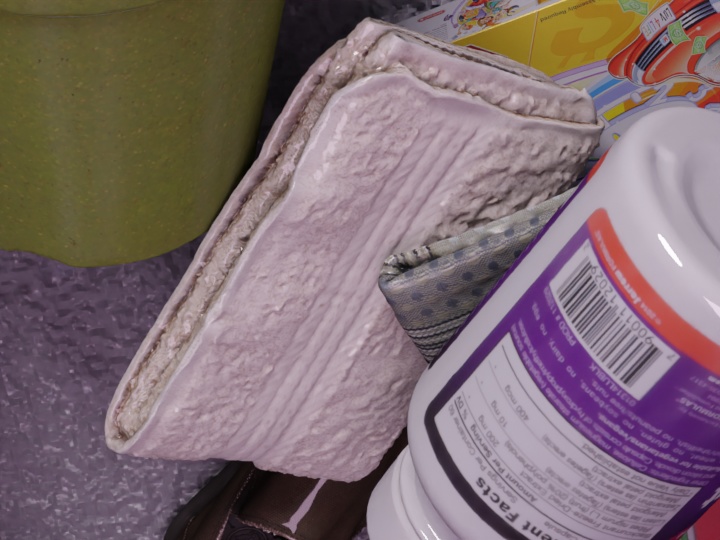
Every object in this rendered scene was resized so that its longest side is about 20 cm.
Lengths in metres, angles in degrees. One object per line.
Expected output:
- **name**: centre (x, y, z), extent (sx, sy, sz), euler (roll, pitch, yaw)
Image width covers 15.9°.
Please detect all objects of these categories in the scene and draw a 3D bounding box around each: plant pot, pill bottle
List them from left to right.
- **plant pot**: centre (-0.100, -0.109, 0.922), extent (0.199, 0.200, 0.190), euler (0, 136, -1)
- **pill bottle**: centre (0.086, 0.046, 0.922), extent (0.111, 0.112, 0.200), euler (26, 129, -16)

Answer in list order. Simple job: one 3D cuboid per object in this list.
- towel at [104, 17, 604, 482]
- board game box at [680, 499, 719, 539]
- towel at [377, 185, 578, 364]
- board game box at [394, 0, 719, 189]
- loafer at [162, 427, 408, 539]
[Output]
- **towel**: centre (0.000, 0.000, 0.984), extent (0.132, 0.035, 0.200), euler (12, 120, -40)
- **board game box**: centre (0.218, 0.068, 0.934), extent (0.199, 0.030, 0.096), euler (4, 81, 21)
- **towel**: centre (0.128, 0.012, 1.006), extent (0.199, 0.035, 0.193), euler (-23, 138, 13)
- **board game box**: centre (0.112, -0.064, 1.026), extent (0.199, 0.034, 0.135), euler (-20, 122, 12)
- **loafer**: centre (-0.016, 0.094, 1.105), extent (0.073, 0.071, 0.200), euler (27, 119, -17)
